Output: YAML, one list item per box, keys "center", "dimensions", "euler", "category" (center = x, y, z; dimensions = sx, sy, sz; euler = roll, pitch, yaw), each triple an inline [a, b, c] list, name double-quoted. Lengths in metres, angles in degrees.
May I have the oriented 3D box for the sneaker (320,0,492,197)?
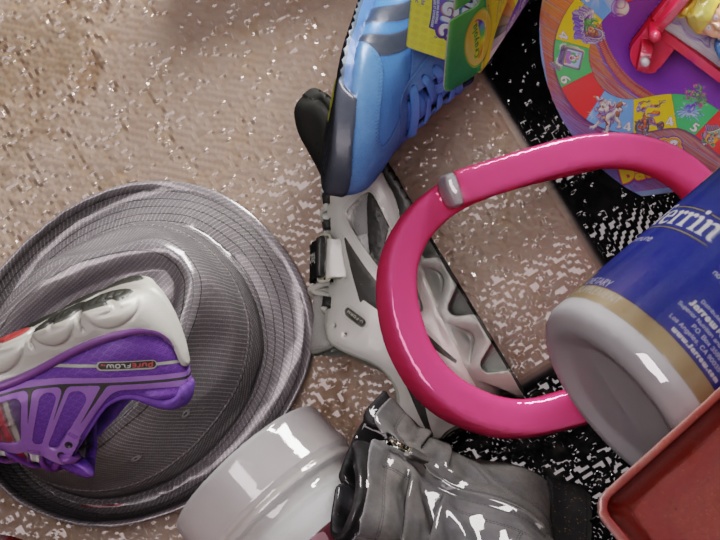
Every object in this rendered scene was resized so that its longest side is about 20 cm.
- center: [0.029, -0.109, 1.415]
  dimensions: [0.078, 0.066, 0.200]
  euler: [16, 44, 0]
  category: "sneaker"

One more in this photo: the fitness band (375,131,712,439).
- center: [0.106, 0.007, 1.399]
  dimensions: [0.199, 0.037, 0.144]
  euler: [-16, 87, -17]
  category: "fitness band"

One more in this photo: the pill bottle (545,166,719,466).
- center: [0.198, 0.007, 1.352]
  dimensions: [0.200, 0.116, 0.116]
  euler: [-39, 76, -18]
  category: "pill bottle"

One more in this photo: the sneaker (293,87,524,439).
- center: [0.000, 0.000, 1.441]
  dimensions: [0.088, 0.074, 0.200]
  euler: [-30, 77, 3]
  category: "sneaker"

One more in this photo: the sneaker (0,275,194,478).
- center: [-0.174, 0.075, 1.378]
  dimensions: [0.200, 0.081, 0.084]
  euler: [-22, 96, 22]
  category: "sneaker"

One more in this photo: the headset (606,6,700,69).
- center: [0.192, -0.206, 1.451]
  dimensions: [0.123, 0.094, 0.201]
  euler: [13, 99, 6]
  category: "headset"

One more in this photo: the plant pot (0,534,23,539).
- center: [-0.183, 0.249, 1.374]
  dimensions: [0.182, 0.200, 0.200]
  euler: [-44, 76, -2]
  category: "plant pot"

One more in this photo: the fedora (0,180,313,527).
- center: [-0.129, 0.040, 1.450]
  dimensions: [0.200, 0.090, 0.177]
  euler: [-36, 77, 3]
  category: "fedora"

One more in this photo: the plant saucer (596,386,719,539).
- center: [0.236, 0.121, 1.275]
  dimensions: [0.200, 0.037, 0.200]
  euler: [-40, 93, -12]
  category: "plant saucer"

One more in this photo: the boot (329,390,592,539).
- center: [0.045, 0.147, 1.308]
  dimensions: [0.131, 0.200, 0.070]
  euler: [25, 114, -15]
  category: "boot"

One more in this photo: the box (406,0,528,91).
- center: [0.075, -0.189, 1.385]
  dimensions: [0.048, 0.118, 0.200]
  euler: [19, 44, 13]
  category: "box"

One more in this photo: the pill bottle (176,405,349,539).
- center: [0.006, 0.173, 1.392]
  dimensions: [0.114, 0.114, 0.200]
  euler: [-43, 77, 2]
  category: "pill bottle"

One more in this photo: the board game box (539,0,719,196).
- center: [0.191, -0.116, 1.406]
  dimensions: [0.199, 0.039, 0.159]
  euler: [-7, 107, 10]
  category: "board game box"
